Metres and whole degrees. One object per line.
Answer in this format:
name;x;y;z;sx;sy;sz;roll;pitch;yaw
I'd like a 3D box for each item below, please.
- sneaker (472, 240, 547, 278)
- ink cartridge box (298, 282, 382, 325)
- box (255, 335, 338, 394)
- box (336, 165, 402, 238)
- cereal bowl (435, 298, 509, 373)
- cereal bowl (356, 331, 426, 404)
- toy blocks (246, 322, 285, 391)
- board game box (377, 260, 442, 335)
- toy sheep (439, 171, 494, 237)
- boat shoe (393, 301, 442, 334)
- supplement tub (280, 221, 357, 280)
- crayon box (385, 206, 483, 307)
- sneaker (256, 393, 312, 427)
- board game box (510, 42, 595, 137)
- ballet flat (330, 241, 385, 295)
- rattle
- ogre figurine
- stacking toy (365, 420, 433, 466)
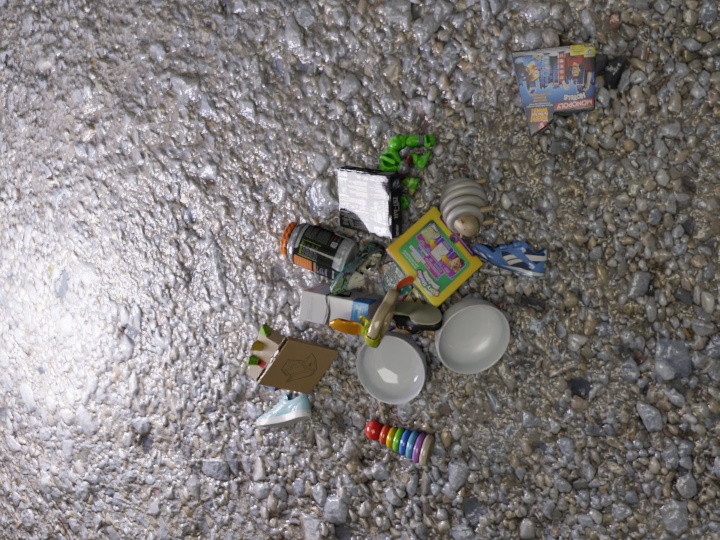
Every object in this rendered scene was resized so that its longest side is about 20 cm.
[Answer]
sneaker;0.381;-0.043;1.553;0.195;0.074;0.084;17;99;-1
ink cartridge box;-0.053;0.101;1.678;0.195;0.144;0.087;10;99;16
box;-0.175;0.268;1.723;0.165;0.198;0.021;-54;45;15
box;0.021;-0.182;1.611;0.197;0.043;0.165;15;117;43
cereal bowl;0.281;0.160;1.583;0.194;0.084;0.205;-4;115;-9
cereal bowl;0.091;0.256;1.675;0.195;0.083;0.206;6;109;18
toy blocks;-0.246;0.267;1.782;0.135;0.100;0.204;29;118;16
board game box;0.136;0.064;1.670;0.132;0.035;0.205;-17;91;19
toy sheep;0.264;-0.170;1.552;0.135;0.138;0.204;-21;49;19
boat shoe;0.149;0.127;1.575;0.200;0.073;0.064;8;124;60
supplement tub;-0.115;-0.056;1.691;0.196;0.122;0.126;22;103;14
crayon box;0.191;-0.032;1.599;0.172;0.058;0.201;-40;84;-4
sneaker;-0.227;0.415;1.824;0.196;0.074;0.084;-18;62;24
board game box;0.465;-0.432;1.489;0.194;0.062;0.206;1;98;18
ballet flat;0.000;0.000;1.635;0.074;0.075;0.201;36;64;9
rattle;0.034;0.084;1.557;0.140;0.130;0.204;21;84;31
ogre figurine;0.109;-0.276;1.605;0.118;0.098;0.203;25;118;3
stacking toy;0.102;0.473;1.711;0.195;0.085;0.088;15;101;19
